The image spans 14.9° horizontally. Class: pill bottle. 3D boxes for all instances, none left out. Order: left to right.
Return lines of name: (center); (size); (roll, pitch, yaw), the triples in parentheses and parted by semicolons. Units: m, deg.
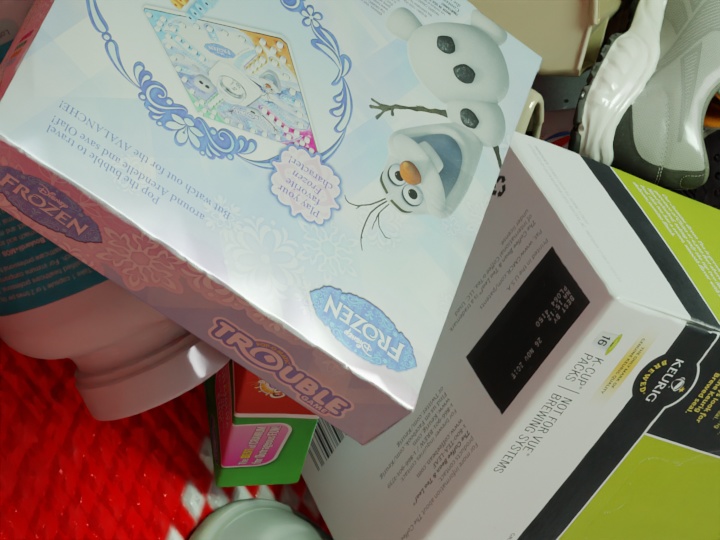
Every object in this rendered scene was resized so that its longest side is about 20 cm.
pill bottle: (-0.125, -0.040, 1.161); (0.200, 0.111, 0.111); (66, 28, -13)

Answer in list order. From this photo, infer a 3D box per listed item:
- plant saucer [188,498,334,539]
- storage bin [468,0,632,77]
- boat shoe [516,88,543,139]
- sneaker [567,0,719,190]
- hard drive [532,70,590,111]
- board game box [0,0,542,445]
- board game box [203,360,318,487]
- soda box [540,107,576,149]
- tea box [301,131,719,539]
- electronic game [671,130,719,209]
plant saucer: (-0.015, 0.199, 1.287); (0.200, 0.050, 0.200); (40, 41, -47)
storage bin: (0.097, -0.211, 1.434); (0.200, 0.094, 0.199); (-36, 129, -72)
boat shoe: (0.063, -0.011, 1.383); (0.071, 0.063, 0.200); (-54, 148, -48)
sneaker: (0.170, -0.115, 1.415); (0.074, 0.079, 0.200); (100, 14, -55)
hard drive: (0.079, -0.141, 1.577); (0.033, 0.139, 0.200); (80, 13, -48)
board game box: (-0.039, -0.064, 1.102); (0.200, 0.043, 0.199); (35, 50, -16)
board game box: (-0.044, -0.010, 1.233); (0.200, 0.040, 0.153); (107, -23, -62)
soda box: (0.135, 0.012, 1.471); (0.064, 0.068, 0.200); (-45, 118, -38)
tea box: (0.107, 0.068, 1.337); (0.197, 0.200, 0.134); (20, 28, -37)
electronic game: (0.189, -0.058, 1.518); (0.200, 0.042, 0.200); (176, -90, -76)
